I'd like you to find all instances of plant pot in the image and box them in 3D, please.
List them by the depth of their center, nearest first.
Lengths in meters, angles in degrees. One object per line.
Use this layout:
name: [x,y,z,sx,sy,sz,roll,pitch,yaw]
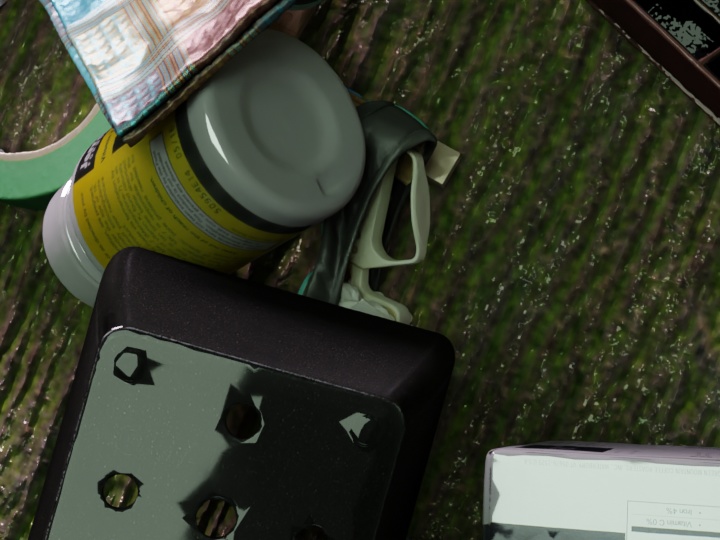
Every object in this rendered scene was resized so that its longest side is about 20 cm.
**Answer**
plant pot: [-0.064,0.104,0.609,0.199,0.177,0.201,16,88,-1]

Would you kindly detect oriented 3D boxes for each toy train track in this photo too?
toy train track: [-0.026,-0.108,0.806,0.199,0.033,0.115,30,85,12]

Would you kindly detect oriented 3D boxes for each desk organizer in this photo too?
desk organizer: [0.194,-0.150,0.717,0.072,0.077,0.200,-44,73,7]

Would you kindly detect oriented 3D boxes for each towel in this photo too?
towel: [-0.106,-0.164,0.698,0.147,0.022,0.200,-42,41,5]

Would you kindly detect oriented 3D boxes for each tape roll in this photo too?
tape roll: [-0.219,-0.143,0.858,0.199,0.048,0.202,-2,82,16]

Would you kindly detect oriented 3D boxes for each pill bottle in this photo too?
pill bottle: [-0.100,-0.049,0.738,0.200,0.114,0.115,-28,74,44]

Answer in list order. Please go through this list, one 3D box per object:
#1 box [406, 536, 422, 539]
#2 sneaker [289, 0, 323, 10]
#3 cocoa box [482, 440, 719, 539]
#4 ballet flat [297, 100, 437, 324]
box: [0.024,0.259,0.721,0.064,0.070,0.201,10,86,20]
sneaker: [-0.038,-0.274,0.800,0.140,0.077,0.201,37,111,50]
cocoa box: [0.141,0.156,0.631,0.133,0.200,0.132,1,84,16]
ballet flat: [0.000,0.000,0.747,0.068,0.068,0.201,18,102,25]
